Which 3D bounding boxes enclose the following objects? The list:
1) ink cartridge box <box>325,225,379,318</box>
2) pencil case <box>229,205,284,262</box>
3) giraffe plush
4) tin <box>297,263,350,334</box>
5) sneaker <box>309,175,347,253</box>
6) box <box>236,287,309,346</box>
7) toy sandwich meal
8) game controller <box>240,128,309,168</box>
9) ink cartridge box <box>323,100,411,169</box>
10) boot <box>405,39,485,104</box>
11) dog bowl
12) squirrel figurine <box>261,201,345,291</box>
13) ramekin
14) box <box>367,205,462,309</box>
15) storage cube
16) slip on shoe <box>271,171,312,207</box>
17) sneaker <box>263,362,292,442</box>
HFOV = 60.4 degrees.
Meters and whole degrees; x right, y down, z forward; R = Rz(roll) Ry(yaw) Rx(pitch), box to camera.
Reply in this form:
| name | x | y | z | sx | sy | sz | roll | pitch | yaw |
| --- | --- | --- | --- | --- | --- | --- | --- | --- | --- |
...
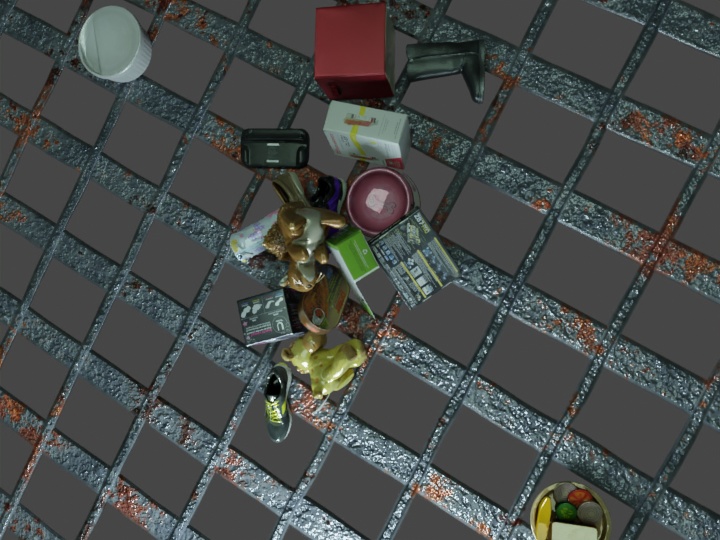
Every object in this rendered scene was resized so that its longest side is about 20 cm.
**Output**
| name | x | y | z | sx | sy | sz | roll | pitch | yaw |
| --- | --- | --- | --- | --- | --- | --- | --- | --- | --- |
| ink cartridge box | 0.000 | 0.000 | 1.520 | 0.075 | 0.148 | 0.202 | -31 | 104 | -7 |
| pencil case | -0.247 | -0.098 | 1.625 | 0.197 | 0.091 | 0.084 | -28 | 108 | 8 |
| giraffe plush | -0.100 | 0.217 | 1.542 | 0.162 | 0.173 | 0.201 | 40 | 84 | 17 |
| tin | -0.091 | 0.071 | 1.543 | 0.111 | 0.202 | 0.042 | 32 | 135 | -12 |
| sneaker | -0.096 | -0.146 | 1.581 | 0.069 | 0.099 | 0.205 | 3 | 84 | 35 |
| box | -0.205 | 0.117 | 1.550 | 0.130 | 0.200 | 0.117 | -16 | 83 | 12 |
| toy sandwich meal | 0.487 | 0.597 | 1.435 | 0.201 | 0.070 | 0.210 | -1 | 87 | 13 |
| game controller | -0.232 | -0.329 | 1.666 | 0.196 | 0.042 | 0.107 | 4 | 102 | 13 |
| ink cartridge box | 0.020 | -0.335 | 1.543 | 0.196 | 0.145 | 0.085 | 15 | 77 | 14 |
| boot | 0.212 | -0.493 | 1.551 | 0.195 | 0.066 | 0.169 | 0 | 79 | 10 |
| dog bowl | 0.051 | -0.169 | 1.570 | 0.196 | 0.074 | 0.205 | -1 | 87 | 12 |
| squirrel figurine | -0.144 | -0.054 | 1.455 | 0.199 | 0.139 | 0.190 | 33 | 125 | 47 |
| ramekin | -0.685 | -0.630 | 1.750 | 0.198 | 0.094 | 0.207 | -1 | 88 | 12 |
| box | 0.132 | -0.030 | 1.522 | 0.160 | 0.049 | 0.201 | -34 | 104 | 10 |
| storage cube | -0.010 | -0.541 | 1.553 | 0.176 | 0.171 | 0.205 | 0 | 87 | 11 |
| slip on shoe | -0.157 | -0.152 | 1.543 | 0.060 | 0.076 | 0.203 | -19 | 80 | -32 |
| sneaker | -0.224 | 0.345 | 1.603 | 0.073 | 0.085 | 0.205 | -1 | 87 | 13 |
